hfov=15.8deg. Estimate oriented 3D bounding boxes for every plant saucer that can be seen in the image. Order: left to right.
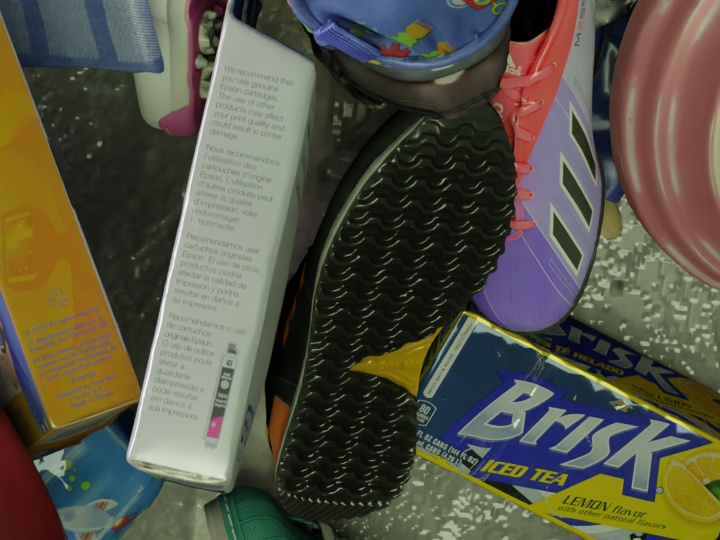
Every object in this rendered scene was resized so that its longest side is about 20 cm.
[{"bbox_3d":[0.200,-0.070,1.034,0.200,0.051,0.201,-9,120,-15],"label":"plant saucer"}]

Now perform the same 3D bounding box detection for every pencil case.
[{"bbox_3d":[0.009,-0.149,0.906,0.078,0.200,0.087,26,123,-22],"label":"pencil case"}]

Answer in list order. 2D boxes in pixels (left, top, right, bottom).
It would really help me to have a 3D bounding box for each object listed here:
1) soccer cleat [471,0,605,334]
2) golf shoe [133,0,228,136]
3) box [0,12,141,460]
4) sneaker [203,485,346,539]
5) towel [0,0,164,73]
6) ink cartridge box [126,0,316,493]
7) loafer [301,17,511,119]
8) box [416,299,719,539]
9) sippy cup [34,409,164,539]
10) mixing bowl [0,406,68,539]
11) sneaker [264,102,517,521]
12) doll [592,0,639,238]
[{"bbox_3d":[0.060,-0.068,0.999,0.068,0.073,0.201,7,106,14],"label":"soccer cleat"},{"bbox_3d":[-0.095,-0.151,1.013,0.091,0.075,0.201,-1,107,11],"label":"golf shoe"},{"bbox_3d":[-0.143,-0.030,0.965,0.041,0.119,0.201,-21,85,-20],"label":"box"},{"bbox_3d":[0.011,0.158,1.132,0.080,0.071,0.200,-35,114,6],"label":"sneaker"},{"bbox_3d":[-0.143,-0.173,0.975,0.146,0.024,0.201,8,118,43],"label":"towel"},{"bbox_3d":[-0.043,-0.019,0.956,0.043,0.196,0.201,14,85,-1],"label":"ink cartridge box"},{"bbox_3d":[0.012,-0.097,0.968,0.072,0.200,0.063,-25,122,-8],"label":"loafer"},{"bbox_3d":[0.109,0.075,1.105,0.199,0.064,0.070,27,107,-13],"label":"box"},{"bbox_3d":[-0.156,0.090,1.070,0.130,0.140,0.178,-39,151,1],"label":"sippy cup"},{"bbox_3d":[-0.198,0.080,0.919,0.199,0.200,0.109,-8,72,0],"label":"mixing bowl"},{"bbox_3d":[0.000,0.000,1.022,0.070,0.090,0.201,4,125,-21],"label":"sneaker"},{"bbox_3d":[0.114,-0.115,1.040,0.136,0.049,0.201,17,112,-10],"label":"doll"}]
